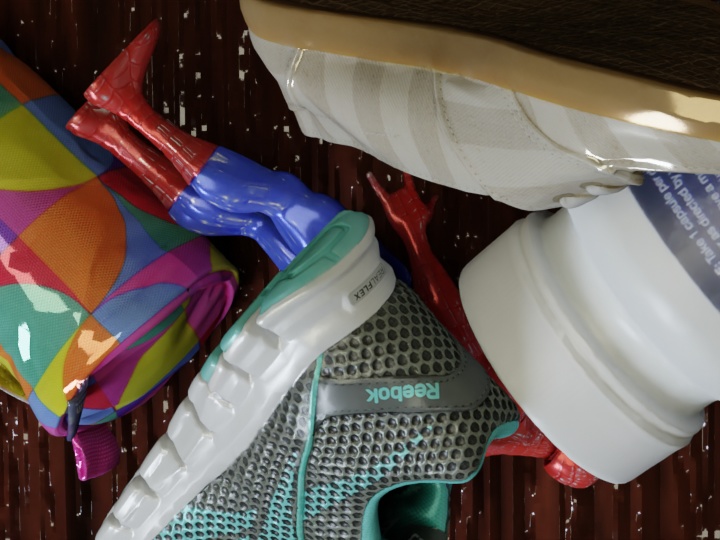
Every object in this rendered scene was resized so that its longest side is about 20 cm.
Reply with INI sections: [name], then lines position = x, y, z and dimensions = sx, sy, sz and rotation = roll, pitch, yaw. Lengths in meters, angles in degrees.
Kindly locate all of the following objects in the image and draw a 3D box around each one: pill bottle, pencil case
[pill bottle]
position = 0.129, -0.028, 0.826
dimensions = 0.200, 0.111, 0.111
rotation = -39, 82, 19
[pencil case]
position = -0.132, -0.029, 0.938
dimensions = 0.200, 0.088, 0.088
rotation = 46, 108, 11

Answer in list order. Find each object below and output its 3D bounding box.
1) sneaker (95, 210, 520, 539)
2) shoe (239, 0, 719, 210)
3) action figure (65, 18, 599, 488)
[sneaker]
position = -0.018, 0.069, 0.876
dimensions = 0.091, 0.078, 0.200
rotation = 40, 144, 4
[shoe]
position = 0.046, -0.049, 0.800
dimensions = 0.200, 0.070, 0.053
rotation = 18, 121, 44
[action figure]
position = 0.000, 0.000, 0.899
dimensions = 0.200, 0.065, 0.052
rotation = 42, 66, -3
